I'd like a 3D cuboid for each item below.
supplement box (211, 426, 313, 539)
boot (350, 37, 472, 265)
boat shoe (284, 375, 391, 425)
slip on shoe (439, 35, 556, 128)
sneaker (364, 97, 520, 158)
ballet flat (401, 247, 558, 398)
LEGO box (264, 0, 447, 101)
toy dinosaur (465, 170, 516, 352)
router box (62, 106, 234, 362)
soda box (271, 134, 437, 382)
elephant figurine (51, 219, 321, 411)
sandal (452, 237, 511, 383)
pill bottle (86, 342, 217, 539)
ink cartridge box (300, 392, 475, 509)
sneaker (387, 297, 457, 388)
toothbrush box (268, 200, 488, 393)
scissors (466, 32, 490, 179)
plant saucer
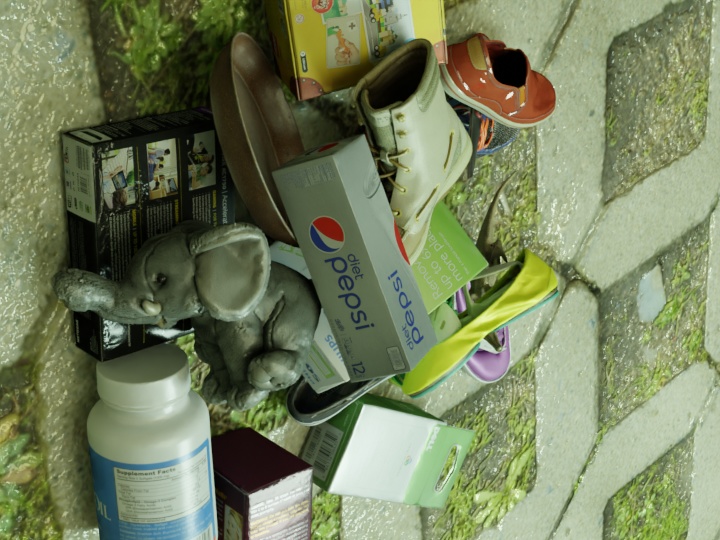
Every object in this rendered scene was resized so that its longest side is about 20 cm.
[{"bbox_3d":[-0.114,0.275,1.321,0.086,0.110,0.200,-15,117,-39],"label":"supplement box"},{"bbox_3d":[0.026,-0.092,1.178,0.200,0.072,0.155,-58,150,-20],"label":"boot"},{"bbox_3d":[0.004,0.086,1.346,0.200,0.070,0.066,-35,173,-2],"label":"boat shoe"},{"bbox_3d":[0.150,-0.192,1.329,0.200,0.061,0.074,11,61,-53],"label":"slip on shoe"},{"bbox_3d":[0.098,-0.137,1.364,0.200,0.078,0.075,-15,118,-38],"label":"sneaker"},{"bbox_3d":[0.110,0.047,1.335,0.200,0.067,0.067,-35,103,-9],"label":"ballet flat"},{"bbox_3d":[-0.010,-0.269,1.167,0.149,0.077,0.200,-16,124,-14],"label":"LEGO box"},{"bbox_3d":[0.133,-0.010,1.421,0.101,0.058,0.200,-18,112,-80],"label":"toy dinosaur"},{"bbox_3d":[-0.183,-0.034,1.166,0.149,0.051,0.200,-17,118,-39],"label":"router box"},{"bbox_3d":[-0.002,-0.010,1.127,0.068,0.063,0.200,-40,113,-58],"label":"soda box"},{"bbox_3d":[-0.130,0.012,1.107,0.200,0.141,0.155,51,30,-27],"label":"elephant figurine"},{"bbox_3d":[0.140,0.056,1.505,0.082,0.050,0.203,-39,128,-24],"label":"sandal"},{"bbox_3d":[-0.191,0.171,1.205,0.112,0.112,0.200,-19,119,-36],"label":"pill bottle"},{"bbox_3d":[0.030,0.199,1.459,0.200,0.059,0.104,19,95,-46],"label":"ink cartridge box"},{"bbox_3d":[0.080,0.038,1.419,0.074,0.084,0.200,-5,110,-41],"label":"sneaker"},{"bbox_3d":[0.000,0.000,1.282,0.200,0.086,0.146,-37,93,-24],"label":"toothbrush box"},{"bbox_3d":[0.114,-0.172,1.335,0.073,0.014,0.200,53,38,-23],"label":"scissors"},{"bbox_3d":[-0.087,-0.110,1.159,0.034,0.200,0.200,-16,129,11],"label":"plant saucer"}]
